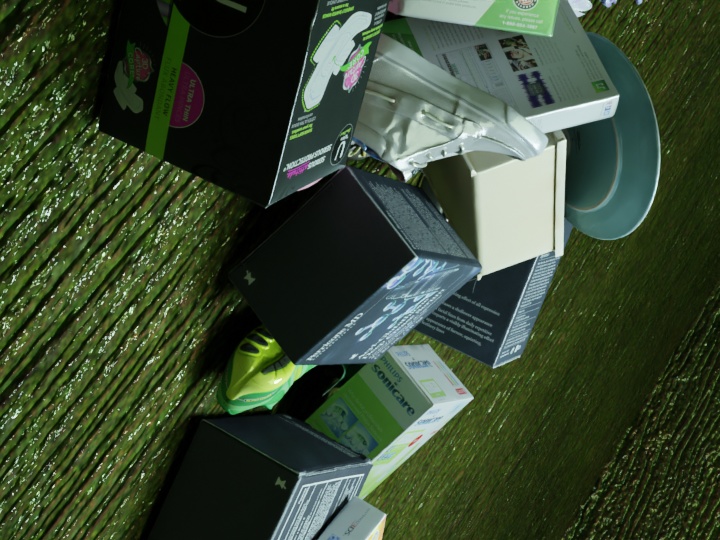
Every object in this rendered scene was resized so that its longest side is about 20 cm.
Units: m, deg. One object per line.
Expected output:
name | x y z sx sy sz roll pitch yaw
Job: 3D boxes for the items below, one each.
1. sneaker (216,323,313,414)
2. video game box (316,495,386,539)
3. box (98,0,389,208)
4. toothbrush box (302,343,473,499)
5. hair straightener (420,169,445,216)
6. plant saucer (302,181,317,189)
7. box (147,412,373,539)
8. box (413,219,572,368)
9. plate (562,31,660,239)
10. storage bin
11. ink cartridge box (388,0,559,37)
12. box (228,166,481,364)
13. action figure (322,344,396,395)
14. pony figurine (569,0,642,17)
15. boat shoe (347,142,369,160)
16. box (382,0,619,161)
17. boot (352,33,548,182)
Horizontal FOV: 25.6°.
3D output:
sneaker | -0.083 0.082 1.517 0.084 0.074 0.200 -46 172 25
video game box | -0.048 0.351 1.587 0.182 0.047 0.200 -48 157 -40
box | -0.074 -0.172 1.095 0.124 0.148 0.200 -32 142 -59
toothbrush box | 0.006 0.174 1.699 0.200 0.086 0.146 -45 165 13
hair straightener | 0.093 -0.121 1.734 0.077 0.041 0.200 -12 125 -66
plant saucer | -0.050 -0.166 1.282 0.201 0.051 0.201 -46 145 -47
box | -0.108 0.252 1.550 0.200 0.123 0.198 -65 161 5
box | 0.140 -0.013 1.824 0.107 0.148 0.200 -14 127 -66
plate | 0.211 -0.125 1.500 0.026 0.200 0.200 -14 134 -27
storage bin | 0.117 -0.128 1.547 0.094 0.199 0.200 -21 150 -5
ink cartridge box | 0.103 -0.309 1.331 0.084 0.146 0.200 -135 -127 -65
box | 0.000 0.000 1.453 0.148 0.107 0.200 -42 164 15
action figure | -0.001 0.092 1.733 0.118 0.055 0.200 -64 160 -5
pony figurine | 0.214 -0.324 1.521 0.166 0.200 0.193 -41 120 10
boat shoe | -0.006 -0.135 1.439 0.201 0.060 0.072 -26 138 -60
box | 0.113 -0.179 1.430 0.200 0.145 0.036 -13 148 -12
boot | 0.058 -0.115 1.318 0.096 0.200 0.074 -65 -158 -3
